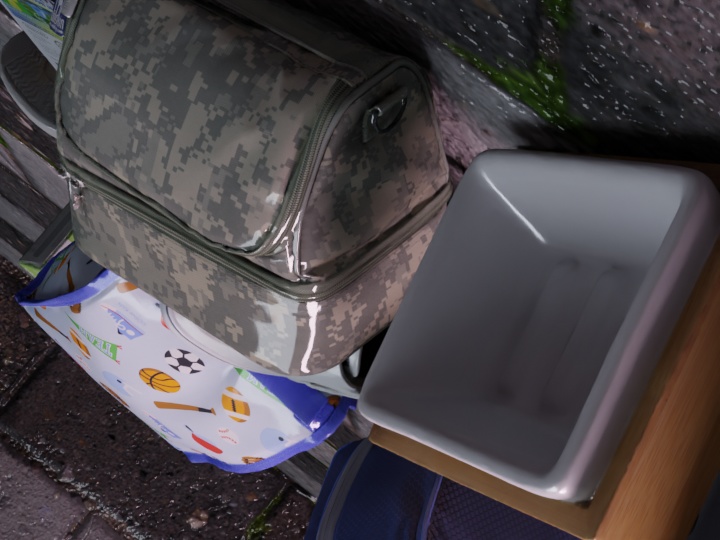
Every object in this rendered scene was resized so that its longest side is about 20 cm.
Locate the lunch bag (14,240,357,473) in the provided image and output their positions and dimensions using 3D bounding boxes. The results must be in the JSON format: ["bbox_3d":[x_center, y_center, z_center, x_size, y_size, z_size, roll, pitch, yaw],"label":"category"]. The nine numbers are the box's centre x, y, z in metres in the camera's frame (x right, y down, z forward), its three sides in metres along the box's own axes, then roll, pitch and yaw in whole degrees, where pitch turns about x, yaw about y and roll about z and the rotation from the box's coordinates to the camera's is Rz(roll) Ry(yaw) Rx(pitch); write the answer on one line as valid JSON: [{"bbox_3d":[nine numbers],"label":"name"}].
[{"bbox_3d":[-0.099,0.033,1.065,0.170,0.124,0.200,42,167,-15],"label":"lunch bag"}]

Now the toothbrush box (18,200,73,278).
[{"bbox_3d":[-0.147,0.005,1.402,0.200,0.146,0.086,42,167,-19],"label":"toothbrush box"}]

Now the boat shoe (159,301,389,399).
[{"bbox_3d":[-0.009,0.031,0.943,0.200,0.074,0.065,9,-177,-7],"label":"boat shoe"}]

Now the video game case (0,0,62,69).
[{"bbox_3d":[-0.159,-0.143,1.063,0.200,0.022,0.182,30,164,38],"label":"video game case"}]

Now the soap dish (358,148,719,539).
[{"bbox_3d":[0.093,0.029,0.752,0.081,0.158,0.200,29,174,-25],"label":"soap dish"}]

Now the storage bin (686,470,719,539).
[{"bbox_3d":[0.192,0.146,0.705,0.134,0.200,0.146,19,158,33],"label":"storage bin"}]

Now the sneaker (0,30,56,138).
[{"bbox_3d":[-0.181,-0.093,1.293,0.200,0.074,0.118,34,161,11],"label":"sneaker"}]

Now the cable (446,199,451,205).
[{"bbox_3d":[0.062,0.022,1.001,0.097,0.050,0.200,23,159,-4],"label":"cable"}]

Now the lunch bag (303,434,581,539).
[{"bbox_3d":[0.070,0.167,0.936,0.200,0.136,0.132,39,140,-21],"label":"lunch bag"}]

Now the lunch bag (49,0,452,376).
[{"bbox_3d":[-0.058,-0.070,0.884,0.200,0.139,0.168,31,138,29],"label":"lunch bag"}]
